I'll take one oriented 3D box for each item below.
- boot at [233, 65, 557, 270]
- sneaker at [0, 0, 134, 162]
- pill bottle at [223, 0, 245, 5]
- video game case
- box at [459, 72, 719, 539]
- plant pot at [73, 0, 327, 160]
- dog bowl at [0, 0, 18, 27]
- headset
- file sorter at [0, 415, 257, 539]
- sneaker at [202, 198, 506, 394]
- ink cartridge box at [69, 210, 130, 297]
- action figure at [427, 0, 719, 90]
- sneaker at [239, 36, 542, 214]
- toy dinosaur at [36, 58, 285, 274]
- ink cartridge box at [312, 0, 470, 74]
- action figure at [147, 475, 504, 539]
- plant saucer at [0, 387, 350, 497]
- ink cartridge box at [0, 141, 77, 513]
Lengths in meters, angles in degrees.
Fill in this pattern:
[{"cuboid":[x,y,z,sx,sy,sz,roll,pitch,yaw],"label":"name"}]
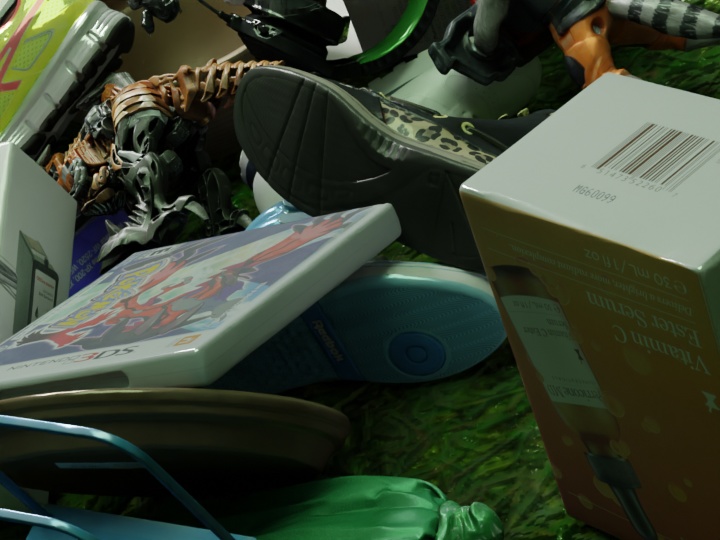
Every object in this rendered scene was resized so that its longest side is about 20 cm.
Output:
[{"cuboid":[0.044,-0.065,1.333,0.203,0.074,0.154,27,25,29],"label":"boot"},{"cuboid":[-0.233,-0.105,1.481,0.200,0.090,0.078,-49,-6,6],"label":"sneaker"},{"cuboid":[0.005,-0.231,1.494,0.200,0.111,0.111,-6,31,-9],"label":"pill bottle"},{"cuboid":[-0.100,0.021,1.227,0.182,0.023,0.200,-10,16,34],"label":"video game case"},{"cuboid":[0.155,0.031,1.067,0.106,0.200,0.152,-38,35,-26],"label":"box"},{"cuboid":[-0.108,-0.137,1.584,0.201,0.093,0.201,-17,32,11],"label":"plant pot"},{"cuboid":[-0.262,-0.154,1.602,0.074,0.200,0.200,31,49,5],"label":"dog bowl"},{"cuboid":[-0.041,-0.171,1.394,0.200,0.124,0.094,-7,15,-19],"label":"headset"},{"cuboid":[-0.161,0.177,1.066,0.139,0.123,0.200,5,58,35],"label":"file sorter"},{"cuboid":[0.000,0.000,1.326,0.200,0.080,0.131,-6,36,23],"label":"sneaker"},{"cuboid":[-0.236,0.018,1.477,0.200,0.043,0.198,10,43,39],"label":"ink cartridge box"},{"cuboid":[0.145,-0.177,1.417,0.193,0.105,0.200,35,56,11],"label":"action figure"},{"cuboid":[0.029,-0.074,1.443,0.200,0.076,0.081,-27,50,-6],"label":"sneaker"},{"cuboid":[-0.125,-0.068,1.406,0.102,0.200,0.136,-3,65,-32],"label":"toy dinosaur"},{"cuboid":[0.053,-0.209,1.615,0.200,0.068,0.115,-13,34,15],"label":"ink cartridge box"},{"cuboid":[-0.023,0.140,1.151,0.200,0.055,0.118,-12,31,24],"label":"action figure"},{"cuboid":[-0.104,0.090,1.191,0.200,0.200,0.030,-6,75,24],"label":"plant saucer"},{"cuboid":[-0.249,0.040,1.340,0.145,0.084,0.200,-10,61,20],"label":"ink cartridge box"}]
